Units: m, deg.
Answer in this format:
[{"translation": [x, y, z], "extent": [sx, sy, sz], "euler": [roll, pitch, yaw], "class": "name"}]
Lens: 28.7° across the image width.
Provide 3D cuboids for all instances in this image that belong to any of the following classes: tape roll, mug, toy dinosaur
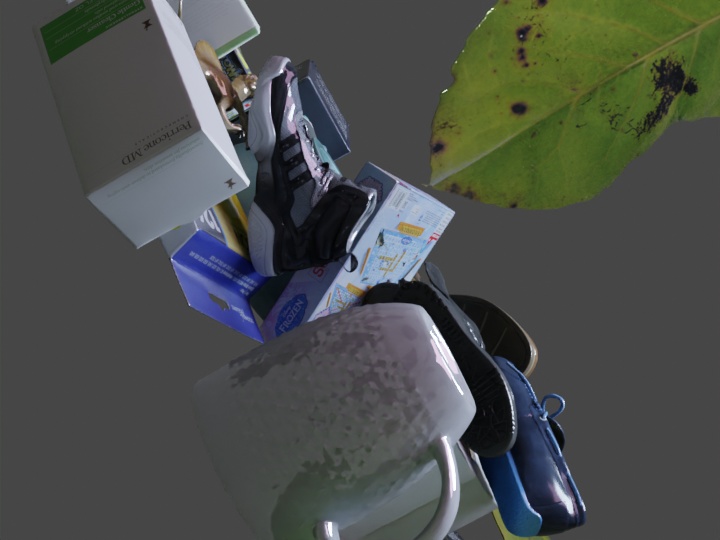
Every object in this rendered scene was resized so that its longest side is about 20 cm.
[{"translation": [0.018, 0.151, 1.251], "extent": [0.203, 0.139, 0.203], "euler": [60, 7, -12], "class": "tape roll"}, {"translation": [-0.003, 0.125, 1.022], "extent": [0.200, 0.175, 0.148], "euler": [65, 7, 32], "class": "mug"}, {"translation": [-0.137, -0.164, 1.268], "extent": [0.200, 0.058, 0.101], "euler": [30, 49, -68], "class": "toy dinosaur"}]

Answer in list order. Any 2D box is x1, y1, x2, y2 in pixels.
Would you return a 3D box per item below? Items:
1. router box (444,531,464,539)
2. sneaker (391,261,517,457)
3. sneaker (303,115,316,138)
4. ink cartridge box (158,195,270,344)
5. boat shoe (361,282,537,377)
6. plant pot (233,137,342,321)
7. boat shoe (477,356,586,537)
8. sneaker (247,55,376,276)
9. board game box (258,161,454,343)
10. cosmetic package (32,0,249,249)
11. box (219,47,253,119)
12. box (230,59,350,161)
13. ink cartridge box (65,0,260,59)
[{"translation": [0.093, 0.330, 1.457], "extent": [0.200, 0.051, 0.149], "euler": [53, 12, -51], "class": "router box"}, {"translation": [0.084, 0.074, 1.209], "extent": [0.200, 0.060, 0.104], "euler": [60, 10, 20], "class": "sneaker"}, {"translation": [-0.068, -0.083, 1.582], "extent": [0.091, 0.078, 0.200], "euler": [-125, -156, -47], "class": "sneaker"}, {"translation": [-0.142, -0.044, 1.266], "extent": [0.200, 0.047, 0.198], "euler": [61, 7, 18], "class": "ink cartridge box"}, {"translation": [0.096, 0.061, 1.368], "extent": [0.200, 0.072, 0.068], "euler": [24, -7, 38], "class": "boat shoe"}, {"translation": [-0.074, -0.056, 1.460], "extent": [0.200, 0.134, 0.200], "euler": [60, 6, -10], "class": "plant pot"}, {"translation": [0.142, 0.154, 1.206], "extent": [0.200, 0.069, 0.084], "euler": [-99, -162, -47], "class": "boat shoe"}, {"translation": [-0.041, -0.093, 1.279], "extent": [0.075, 0.114, 0.200], "euler": [-28, 120, -81], "class": "sneaker"}, {"translation": [0.000, 0.000, 1.416], "extent": [0.041, 0.200, 0.200], "euler": [35, 5, 20], "class": "board game box"}, {"translation": [-0.174, -0.130, 1.103], "extent": [0.085, 0.108, 0.200], "euler": [53, 9, -52], "class": "cosmetic package"}, {"translation": [-0.192, -0.235, 1.418], "extent": [0.200, 0.110, 0.035], "euler": [61, 6, 3], "class": "box"}, {"translation": [-0.099, -0.169, 1.708], "extent": [0.104, 0.148, 0.200], "euler": [60, 7, -14], "class": "box"}, {"translation": [-0.205, -0.272, 1.313], "extent": [0.200, 0.145, 0.048], "euler": [59, 4, -13], "class": "ink cartridge box"}]
